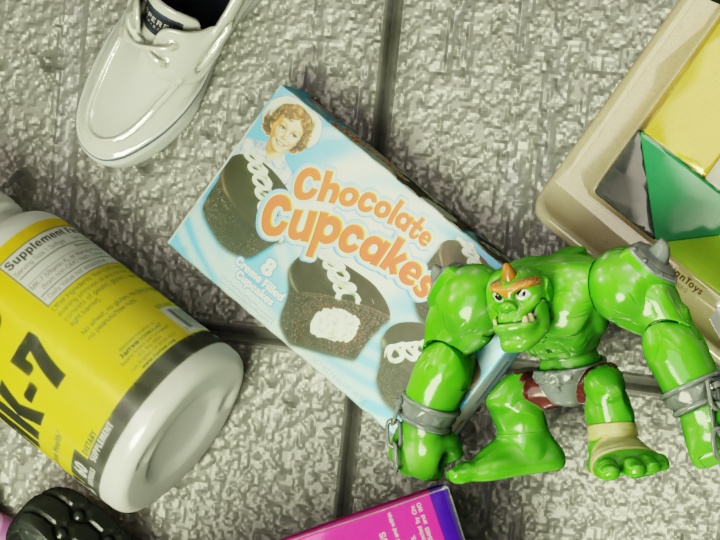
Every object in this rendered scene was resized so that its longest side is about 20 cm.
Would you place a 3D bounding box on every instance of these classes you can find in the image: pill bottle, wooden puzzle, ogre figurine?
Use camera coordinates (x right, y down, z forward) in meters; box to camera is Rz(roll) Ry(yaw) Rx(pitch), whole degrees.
[{"bbox_3d":[-0.176,0.038,1.336,0.200,0.114,0.114,36,101,16],"label":"pill bottle"},{"bbox_3d":[0.216,-0.057,1.238,0.185,0.037,0.200,39,102,16],"label":"wooden puzzle"},{"bbox_3d":[0.101,0.049,1.219,0.200,0.098,0.120,-7,90,51],"label":"ogre figurine"}]

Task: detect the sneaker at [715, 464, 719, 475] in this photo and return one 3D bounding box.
[{"bbox_3d":[0.218,0.158,1.217,0.105,0.076,0.200,-42,78,15],"label":"sneaker"}]

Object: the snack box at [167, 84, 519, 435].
[{"bbox_3d":[0.000,0.000,1.314,0.200,0.037,0.116,39,101,15],"label":"snack box"}]

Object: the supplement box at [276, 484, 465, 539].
[{"bbox_3d":[-0.034,0.195,1.259,0.200,0.101,0.104,-17,84,-2],"label":"supplement box"}]

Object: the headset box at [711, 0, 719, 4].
[{"bbox_3d":[0.207,-0.248,1.168,0.077,0.149,0.200,25,86,17],"label":"headset box"}]

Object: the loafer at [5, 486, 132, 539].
[{"bbox_3d":[-0.128,0.211,1.351,0.201,0.068,0.070,44,139,7],"label":"loafer"}]

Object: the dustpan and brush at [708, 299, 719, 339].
[{"bbox_3d":[0.298,0.030,1.184,0.200,0.057,0.140,-26,82,-19],"label":"dustpan and brush"}]

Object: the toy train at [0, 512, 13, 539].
[{"bbox_3d":[-0.285,0.138,1.355,0.056,0.200,0.150,-13,120,42],"label":"toy train"}]

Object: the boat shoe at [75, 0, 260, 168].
[{"bbox_3d":[-0.108,-0.147,1.337,0.074,0.065,0.200,37,101,16],"label":"boat shoe"}]
